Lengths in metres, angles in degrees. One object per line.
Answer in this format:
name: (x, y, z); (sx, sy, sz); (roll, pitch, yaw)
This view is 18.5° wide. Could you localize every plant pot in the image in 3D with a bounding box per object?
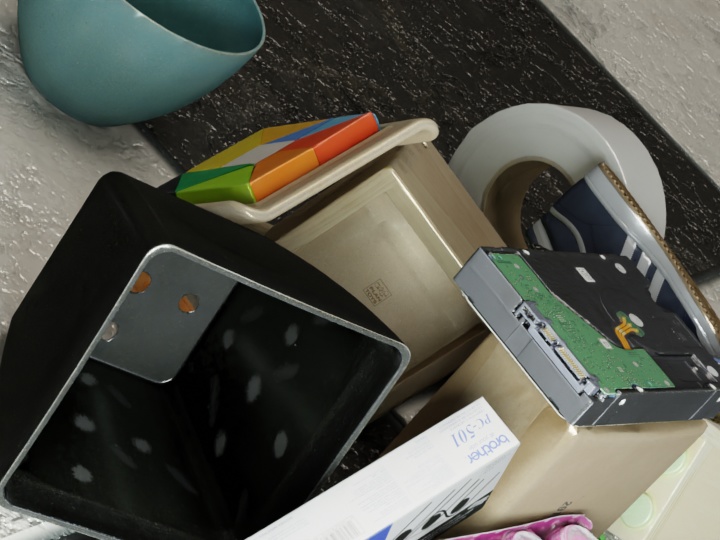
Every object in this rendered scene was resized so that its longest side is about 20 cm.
plant pot: (-0.195, -0.194, 1.756); (0.200, 0.135, 0.200); (32, 27, -19)
plant pot: (-0.122, 0.053, 1.424); (0.199, 0.200, 0.177); (24, 18, -32)

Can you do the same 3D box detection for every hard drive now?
hard drive: (0.166, 0.046, 1.529); (0.200, 0.038, 0.140); (3, 43, -54)

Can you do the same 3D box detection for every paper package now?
paper package: (0.118, 0.141, 1.586); (0.190, 0.200, 0.104); (4, 43, -51)

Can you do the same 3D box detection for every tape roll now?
tape roll: (0.168, -0.046, 1.955); (0.071, 0.203, 0.203); (0, 47, -55)

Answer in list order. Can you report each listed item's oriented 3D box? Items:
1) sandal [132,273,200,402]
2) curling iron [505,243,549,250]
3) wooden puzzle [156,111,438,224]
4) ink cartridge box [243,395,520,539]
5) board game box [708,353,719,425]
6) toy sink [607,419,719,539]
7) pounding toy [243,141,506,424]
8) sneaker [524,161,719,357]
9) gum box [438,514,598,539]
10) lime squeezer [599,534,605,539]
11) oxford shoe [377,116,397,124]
sandal: (-0.118, 0.038, 1.584); (0.207, 0.059, 0.079); (51, 28, 21)
curling iron: (0.090, -0.030, 1.812); (0.200, 0.026, 0.050); (24, 17, 14)
wooden puzzle: (-0.070, -0.074, 1.603); (0.200, 0.185, 0.037); (-27, 104, -38)
ink cartridge box: (0.006, 0.163, 1.414); (0.200, 0.094, 0.044); (-29, 68, -28)
board game box: (0.225, 0.070, 1.788); (0.200, 0.035, 0.136); (24, -7, 11)
toy sink: (0.218, 0.152, 1.731); (0.130, 0.112, 0.200); (32, -1, 37)
pounding toy: (0.000, 0.000, 1.699); (0.184, 0.200, 0.142); (54, 24, -8)
sneaker: (0.218, 0.020, 1.838); (0.200, 0.108, 0.070); (56, 9, 12)
gum box: (0.091, 0.233, 1.501); (0.200, 0.114, 0.066); (0, 47, -55)
lime squeezer: (0.159, 0.206, 1.747); (0.200, 0.038, 0.071); (36, -5, -10)
oxford shoe: (0.059, -0.039, 1.941); (0.200, 0.071, 0.071); (52, 34, 12)
